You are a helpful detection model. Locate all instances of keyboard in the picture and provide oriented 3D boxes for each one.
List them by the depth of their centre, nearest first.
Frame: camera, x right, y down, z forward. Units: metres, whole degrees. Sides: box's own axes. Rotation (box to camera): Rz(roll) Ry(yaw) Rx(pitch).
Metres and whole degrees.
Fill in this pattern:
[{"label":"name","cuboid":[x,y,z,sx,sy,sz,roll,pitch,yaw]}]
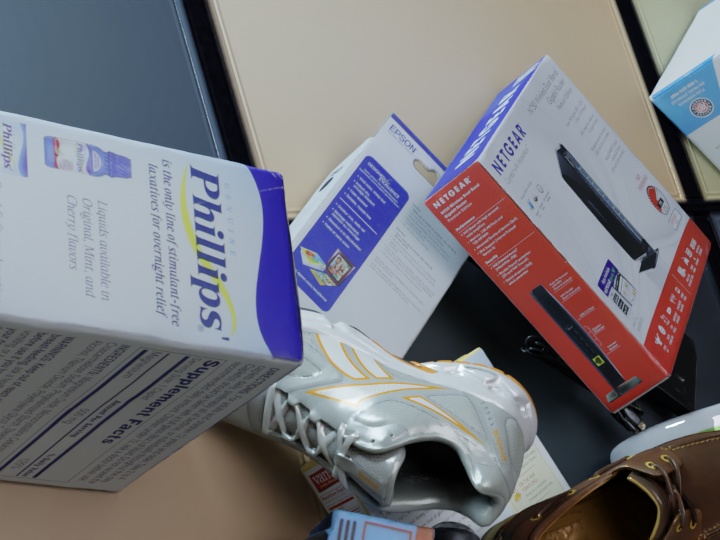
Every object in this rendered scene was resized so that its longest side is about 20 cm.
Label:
[{"label":"keyboard","cuboid":[0.146,0.038,1.203,0.200,0.021,0.127,35,38,-17]}]

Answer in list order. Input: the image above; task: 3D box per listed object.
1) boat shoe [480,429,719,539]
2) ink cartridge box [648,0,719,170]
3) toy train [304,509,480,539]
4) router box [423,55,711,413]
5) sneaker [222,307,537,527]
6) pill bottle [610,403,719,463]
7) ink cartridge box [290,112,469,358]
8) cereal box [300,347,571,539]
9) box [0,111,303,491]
[{"label":"boat shoe","cuboid":[0.164,0.141,1.045,0.200,0.068,0.072,-19,77,-23]},{"label":"ink cartridge box","cuboid":[0.346,-0.123,1.374,0.200,0.129,0.125,44,48,-12]},{"label":"toy train","cuboid":[0.012,0.225,0.953,0.114,0.087,0.200,12,70,-7]},{"label":"router box","cuboid":[0.141,-0.029,1.182,0.180,0.049,0.200,48,30,-8]},{"label":"sneaker","cuboid":[-0.005,0.082,0.980,0.200,0.076,0.092,11,35,4]},{"label":"pill bottle","cuboid":[0.240,0.189,1.140,0.111,0.111,0.200,-6,71,-39]},{"label":"ink cartridge box","cuboid":[0.000,0.000,1.104,0.099,0.039,0.200,45,49,-10]},{"label":"cereal box","cuboid":[0.072,0.162,1.072,0.144,0.040,0.200,-30,87,-41]},{"label":"box","cuboid":[-0.160,0.020,0.872,0.200,0.184,0.105,12,59,-33]}]
